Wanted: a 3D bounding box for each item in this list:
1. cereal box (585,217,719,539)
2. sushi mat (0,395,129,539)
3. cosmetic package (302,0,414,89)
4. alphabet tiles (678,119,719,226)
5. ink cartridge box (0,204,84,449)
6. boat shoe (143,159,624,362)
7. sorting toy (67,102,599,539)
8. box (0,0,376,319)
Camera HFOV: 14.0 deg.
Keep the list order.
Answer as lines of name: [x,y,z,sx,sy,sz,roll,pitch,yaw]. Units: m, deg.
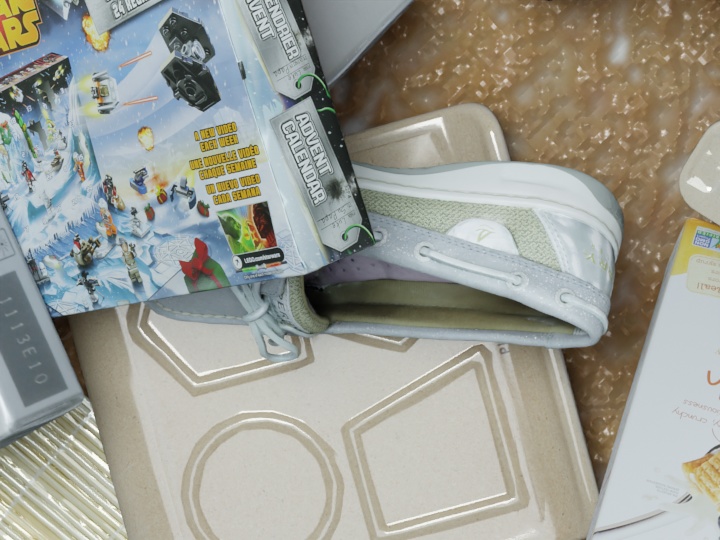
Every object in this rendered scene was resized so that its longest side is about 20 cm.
cereal box: [0.168,0.082,1.136,0.143,0.201,0.040,19,140,2]
sushi mat: [-0.172,0.067,1.251,0.200,0.012,0.096,40,99,-1]
cosmetic package: [-0.083,-0.137,1.155,0.200,0.107,0.090,46,56,1]
alphabet tiles: [0.227,-0.028,1.092,0.195,0.015,0.201,30,112,3]
ink cartridge box: [-0.208,-0.008,1.194,0.173,0.043,0.201,-27,86,51]
boat shoe: [0.001,0.001,1.140,0.201,0.075,0.065,0,54,15]
sorting toy: [-0.015,0.043,1.217,0.199,0.036,0.186,-15,92,10]
box: [-0.088,-0.058,1.099,0.200,0.040,0.138,-9,101,51]
